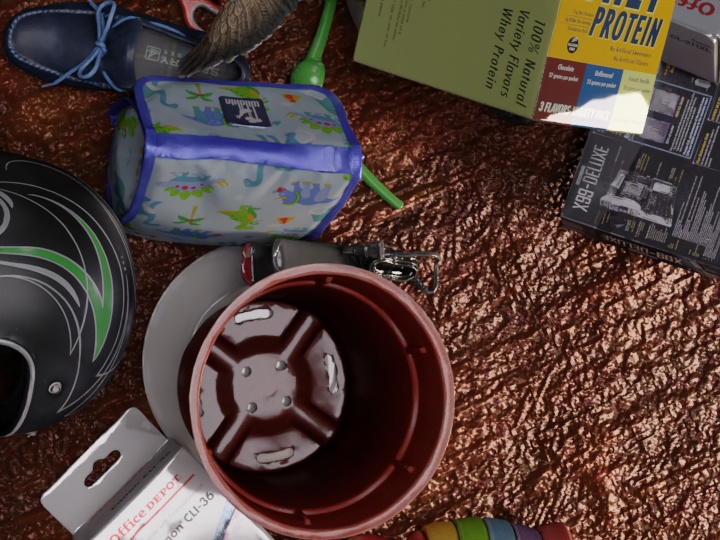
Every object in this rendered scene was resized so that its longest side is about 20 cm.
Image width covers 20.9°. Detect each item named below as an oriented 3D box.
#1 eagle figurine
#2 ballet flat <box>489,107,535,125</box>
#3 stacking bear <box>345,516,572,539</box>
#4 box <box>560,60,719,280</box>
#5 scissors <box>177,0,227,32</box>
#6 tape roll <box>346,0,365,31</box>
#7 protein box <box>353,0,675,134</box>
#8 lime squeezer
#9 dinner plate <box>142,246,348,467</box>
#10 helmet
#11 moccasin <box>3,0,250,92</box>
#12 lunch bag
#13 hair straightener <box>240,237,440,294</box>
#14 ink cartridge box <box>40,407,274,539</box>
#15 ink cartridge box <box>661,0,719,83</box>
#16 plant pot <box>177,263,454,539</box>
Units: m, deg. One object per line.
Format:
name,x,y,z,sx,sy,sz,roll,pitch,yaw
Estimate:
eagle figurine,-0.080,-0.237,1.521,0.199,0.151,0.152,-15,108,-44
ballet flat,0.169,-0.203,1.599,0.057,0.200,0.067,-2,47,-41
stacking bear,0.071,0.261,1.616,0.199,0.121,0.114,3,91,-9
box,0.277,-0.108,1.668,0.157,0.050,0.201,18,84,15
scissors,-0.165,-0.242,1.590,0.199,0.014,0.073,22,86,-17
tape roll,0.083,-0.254,1.653,0.202,0.037,0.204,0,89,-17
protein box,0.127,-0.228,1.504,0.135,0.200,0.200,3,105,-44
lime squeezer,-0.022,-0.138,1.629,0.070,0.038,0.201,-21,96,-47
dinner plate,-0.081,0.075,1.612,0.199,0.024,0.201,0,89,-16
helmet,-0.263,0.017,1.474,0.190,0.200,0.201,31,82,-22
moccasin,-0.183,-0.180,1.553,0.199,0.068,0.081,3,94,-12
lunch bag,-0.103,-0.084,1.513,0.169,0.200,0.128,2,90,-16
hair straightener,0.000,0.000,1.579,0.199,0.077,0.041,10,76,-43
ink cartridge box,-0.149,0.219,1.567,0.116,0.067,0.200,-45,102,-10
ink cartridge box,0.280,-0.279,1.644,0.145,0.083,0.201,26,74,19
plant pot,-0.052,0.094,1.506,0.200,0.195,0.202,0,91,-16
